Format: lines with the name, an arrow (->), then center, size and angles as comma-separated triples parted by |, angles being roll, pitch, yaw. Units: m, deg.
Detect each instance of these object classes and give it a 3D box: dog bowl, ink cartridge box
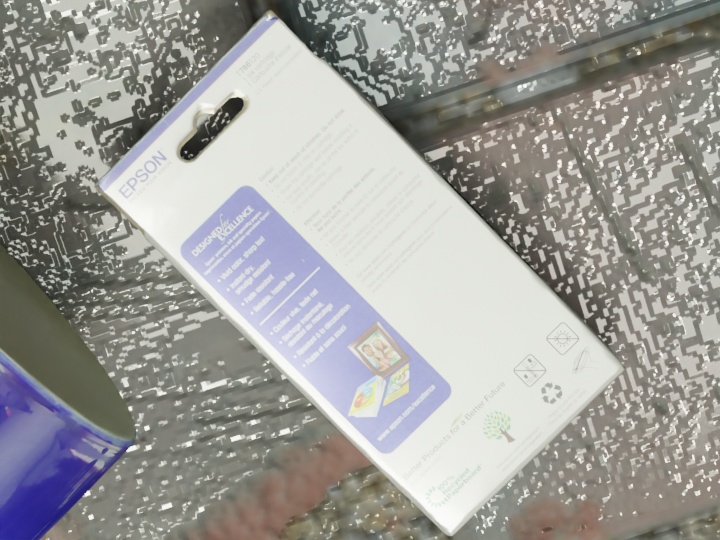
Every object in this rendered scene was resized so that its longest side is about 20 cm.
dog bowl -> -0.174, 0.015, 0.906 | 0.079, 0.200, 0.200 | -43, 101, 1
ink cartridge box -> 0.000, 0.000, 0.998 | 0.099, 0.039, 0.200 | -43, 102, 5
